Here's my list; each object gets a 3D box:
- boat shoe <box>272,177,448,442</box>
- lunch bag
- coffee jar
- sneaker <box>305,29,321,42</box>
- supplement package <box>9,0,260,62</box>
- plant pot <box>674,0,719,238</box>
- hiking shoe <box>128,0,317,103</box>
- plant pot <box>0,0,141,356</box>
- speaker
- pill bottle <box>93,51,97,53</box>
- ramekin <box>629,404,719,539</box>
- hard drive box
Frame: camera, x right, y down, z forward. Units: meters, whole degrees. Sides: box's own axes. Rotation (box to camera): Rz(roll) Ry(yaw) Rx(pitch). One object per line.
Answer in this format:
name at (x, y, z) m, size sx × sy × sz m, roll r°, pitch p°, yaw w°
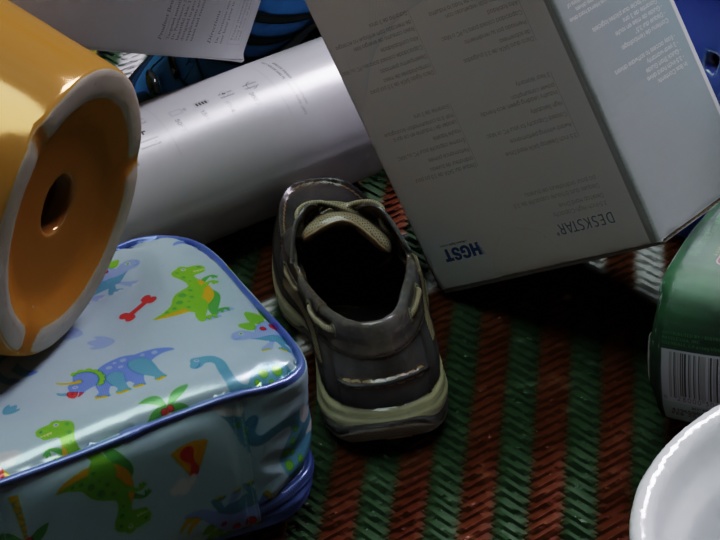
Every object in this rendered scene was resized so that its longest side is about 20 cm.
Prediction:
boat shoe at (0.000, 0.000, 1.096) m, size 0.074 × 0.074 × 0.200 m, roll -10°, pitch 32°, yaw -10°
lunch bag at (-0.129, 0.064, 1.002) m, size 0.199 × 0.083 × 0.161 m, roll -20°, pitch 35°, yaw -22°
coffee jar at (0.232, 0.034, 0.999) m, size 0.199 × 0.086 × 0.104 m, roll 12°, pitch 35°, yaw 25°
sneaker at (-0.010, -0.117, 1.312) m, size 0.079 × 0.076 × 0.200 m, roll -40°, pitch 43°, yaw -10°
supplement package at (-0.140, -0.219, 1.137) m, size 0.147 × 0.192 × 0.200 m, roll 28°, pitch 17°, yaw 31°
plant pot at (0.225, -0.130, 1.178) m, size 0.200 × 0.181 × 0.200 m, roll -29°, pitch 38°, yaw -33°
hiking shoe at (-0.063, -0.144, 1.256) m, size 0.200 × 0.087 × 0.075 m, roll -37°, pitch 56°, yaw 13°
plant pot at (-0.199, -0.051, 0.974) m, size 0.182 × 0.201 × 0.200 m, roll 20°, pitch 37°, yaw 16°
speaker at (-0.083, -0.055, 1.187) m, size 0.199 × 0.082 × 0.081 m, roll -24°, pitch 36°, yaw -30°
pill bottle at (-0.202, -0.108, 1.262) m, size 0.111 × 0.113 × 0.200 m, roll -3°, pitch 32°, yaw 2°
ramekin at (0.197, 0.130, 0.838) m, size 0.199 × 0.098 × 0.201 m, roll -3°, pitch 32°, yaw 2°
hard drive box at (0.068, -0.103, 1.089) m, size 0.077 × 0.201 × 0.155 m, roll -32°, pitch 12°, yaw -38°
